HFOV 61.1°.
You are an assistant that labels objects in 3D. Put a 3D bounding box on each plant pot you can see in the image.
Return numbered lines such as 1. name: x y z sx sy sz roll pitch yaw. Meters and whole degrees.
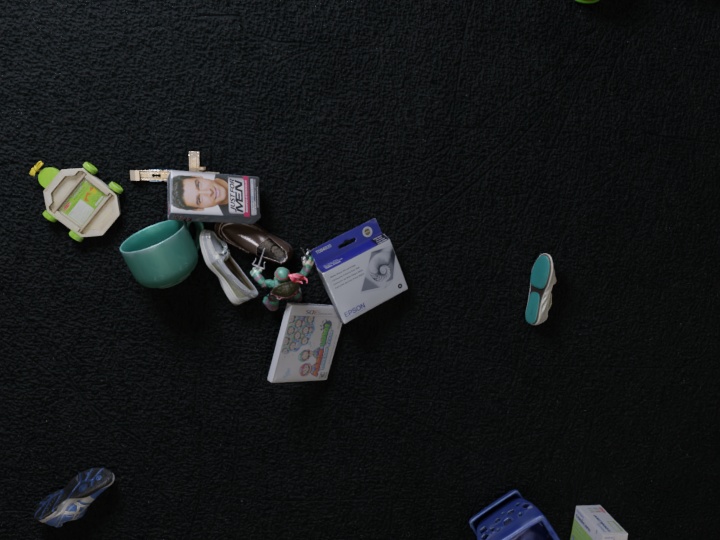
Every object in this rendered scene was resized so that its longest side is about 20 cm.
1. plant pot: 0.434 0.755 1.712 0.200 0.180 0.200 -33 106 -4

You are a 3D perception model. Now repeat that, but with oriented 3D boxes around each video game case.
1. video game case: -0.130 0.180 1.511 0.182 0.024 0.201 7 103 -45

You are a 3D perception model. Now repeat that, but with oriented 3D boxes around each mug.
1. mug: -0.432 -0.036 1.383 0.185 0.152 0.115 -22 117 -9

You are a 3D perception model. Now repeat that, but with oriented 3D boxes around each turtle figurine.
1. turtle figurine: -0.183 0.023 1.427 0.149 0.200 0.101 -1 60 -7

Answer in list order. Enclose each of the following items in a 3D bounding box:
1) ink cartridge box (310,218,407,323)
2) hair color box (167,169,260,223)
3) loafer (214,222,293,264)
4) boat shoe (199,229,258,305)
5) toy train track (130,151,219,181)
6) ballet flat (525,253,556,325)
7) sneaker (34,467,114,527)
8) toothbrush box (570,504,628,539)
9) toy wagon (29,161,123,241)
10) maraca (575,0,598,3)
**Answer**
1. ink cartridge box: 0.000 0.000 1.516 0.199 0.041 0.201 -28 106 -17
2. hair color box: -0.333 -0.165 1.386 0.199 0.061 0.099 1 79 -25
3. loafer: -0.249 -0.074 1.454 0.199 0.071 0.073 22 96 -15
4. boat shoe: -0.314 -0.012 1.446 0.065 0.074 0.202 -20 110 12
5. toy train track: -0.428 -0.217 1.407 0.199 0.033 0.115 0 102 -10
6. ballet flat: 0.491 0.050 1.640 0.069 0.069 0.201 4 105 -12
7. sneaker: -0.695 0.560 1.509 0.200 0.076 0.077 -29 128 -4
8. toothbrush box: 0.693 0.821 1.796 0.086 0.146 0.201 2 101 -11
9. toy wagon: -0.642 -0.169 1.372 0.200 0.040 0.155 40 92 -16
10. maraca: 0.548 -0.742 1.452 0.137 0.107 0.201 2 101 -10
